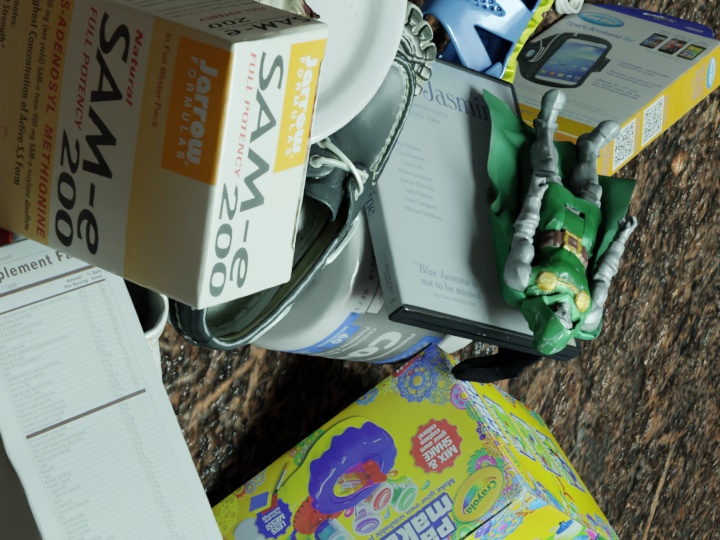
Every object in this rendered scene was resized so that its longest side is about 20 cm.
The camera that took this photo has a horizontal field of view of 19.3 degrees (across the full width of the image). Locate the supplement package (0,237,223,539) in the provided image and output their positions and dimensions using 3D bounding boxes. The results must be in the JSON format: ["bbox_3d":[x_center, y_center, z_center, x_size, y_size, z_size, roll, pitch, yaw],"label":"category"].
[{"bbox_3d":[-0.161,0.092,1.021,0.114,0.109,0.200,-20,89,-52],"label":"supplement package"}]

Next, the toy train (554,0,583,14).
[{"bbox_3d":[0.179,-0.277,1.488,0.150,0.056,0.200,14,96,-59],"label":"toy train"}]

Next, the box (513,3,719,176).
[{"bbox_3d":[0.167,-0.131,1.494,0.200,0.119,0.042,-35,136,-43],"label":"box"}]

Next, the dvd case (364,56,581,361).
[{"bbox_3d":[0.057,-0.046,1.263,0.143,0.018,0.200,14,51,-37],"label":"dvd case"}]

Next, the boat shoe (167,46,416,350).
[{"bbox_3d":[-0.029,-0.039,1.148,0.076,0.060,0.200,35,87,-25],"label":"boat shoe"}]

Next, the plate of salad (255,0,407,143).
[{"bbox_3d":[-0.058,-0.160,1.098,0.200,0.048,0.200,4,82,-28],"label":"plate of salad"}]

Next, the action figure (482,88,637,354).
[{"bbox_3d":[0.119,-0.024,1.248,0.055,0.118,0.200,-52,-160,40],"label":"action figure"}]

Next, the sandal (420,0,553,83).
[{"bbox_3d":[0.071,-0.165,1.365,0.087,0.079,0.200,-5,111,-53],"label":"sandal"}]

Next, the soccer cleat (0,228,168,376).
[{"bbox_3d":[-0.135,0.033,1.140,0.069,0.085,0.200,-50,144,-30],"label":"soccer cleat"}]

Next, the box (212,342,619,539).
[{"bbox_3d":[0.035,0.175,1.378,0.200,0.122,0.193,-37,151,10],"label":"box"}]

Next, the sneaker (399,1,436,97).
[{"bbox_3d":[-0.049,-0.083,1.214,0.200,0.090,0.078,-39,118,-11],"label":"sneaker"}]

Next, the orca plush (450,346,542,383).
[{"bbox_3d":[0.101,0.002,1.351,0.105,0.071,0.200,-45,-177,47],"label":"orca plush"}]

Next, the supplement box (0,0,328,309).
[{"bbox_3d":[-0.121,-0.076,0.984,0.074,0.200,0.126,-18,122,-53],"label":"supplement box"}]

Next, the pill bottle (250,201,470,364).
[{"bbox_3d":[0.000,0.000,1.309,0.200,0.114,0.114,11,98,-59],"label":"pill bottle"}]
